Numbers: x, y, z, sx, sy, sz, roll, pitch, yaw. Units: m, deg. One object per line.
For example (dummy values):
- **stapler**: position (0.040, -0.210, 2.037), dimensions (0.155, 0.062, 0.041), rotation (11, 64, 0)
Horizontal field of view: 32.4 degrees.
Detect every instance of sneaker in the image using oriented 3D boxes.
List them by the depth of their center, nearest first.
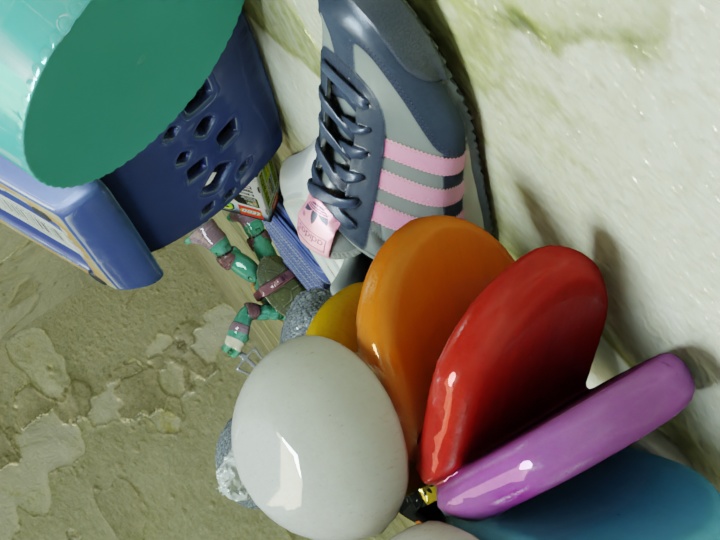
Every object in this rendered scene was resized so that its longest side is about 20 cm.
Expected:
- **sneaker**: position (0.005, -0.045, 0.547), dimensions (0.070, 0.082, 0.200), rotation (50, 170, 37)
- **sneaker**: position (0.053, 0.226, 1.423), dimensions (0.090, 0.070, 0.200), rotation (27, 154, 42)

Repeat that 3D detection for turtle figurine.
- **turtle figurine**: position (-0.102, 0.023, 1.386), dimensions (0.200, 0.101, 0.150), rotation (57, -148, 2)

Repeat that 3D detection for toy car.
- **toy car**: position (0.064, 0.067, 0.492), dimensions (0.200, 0.175, 0.150), rotation (54, 135, 15)

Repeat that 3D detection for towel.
- **towel**: position (-0.053, -0.010, 1.240), dimensions (0.145, 0.024, 0.200), rotation (50, 172, 25)

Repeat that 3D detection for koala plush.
- **koala plush**: position (-0.054, 0.140, 1.138), dimensions (0.184, 0.200, 0.177), rotation (50, 172, 0)

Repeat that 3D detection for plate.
- **plate**: position (0.000, 0.000, 0.926), dimensions (0.200, 0.032, 0.200), rotation (56, 172, -7)

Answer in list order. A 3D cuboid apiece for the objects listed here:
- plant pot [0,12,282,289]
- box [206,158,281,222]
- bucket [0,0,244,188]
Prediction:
- **plant pot**: position (-0.192, -0.110, 0.878), dimensions (0.199, 0.180, 0.200), rotation (29, 164, 14)
- **box**: position (-0.175, -0.101, 1.117), dimensions (0.199, 0.035, 0.110), rotation (15, 163, 7)
- **bucket**: position (-0.167, -0.155, 0.689), dimensions (0.135, 0.207, 0.207), rotation (40, 168, 11)
